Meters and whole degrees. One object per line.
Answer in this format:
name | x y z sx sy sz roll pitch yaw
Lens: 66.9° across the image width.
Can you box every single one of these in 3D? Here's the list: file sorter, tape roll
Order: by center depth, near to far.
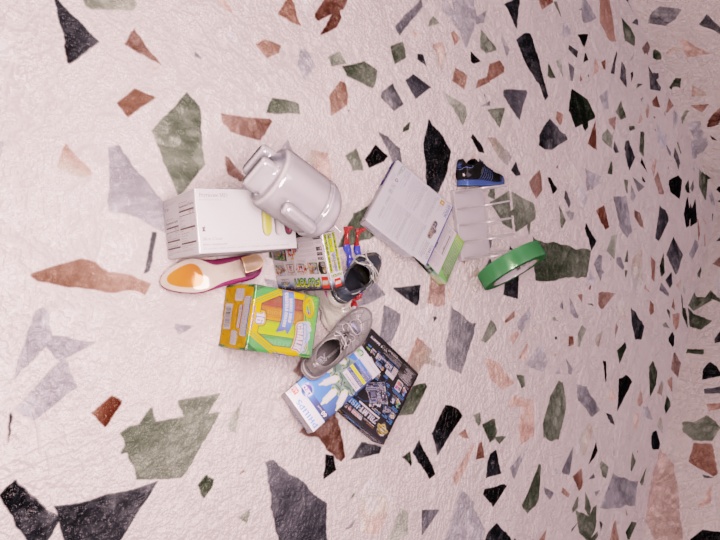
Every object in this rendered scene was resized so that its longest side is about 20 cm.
file sorter | 0.358 -0.140 1.559 0.137 0.123 0.204 -12 95 -40
tape roll | 0.435 -0.013 1.570 0.198 0.200 0.049 -15 69 -39

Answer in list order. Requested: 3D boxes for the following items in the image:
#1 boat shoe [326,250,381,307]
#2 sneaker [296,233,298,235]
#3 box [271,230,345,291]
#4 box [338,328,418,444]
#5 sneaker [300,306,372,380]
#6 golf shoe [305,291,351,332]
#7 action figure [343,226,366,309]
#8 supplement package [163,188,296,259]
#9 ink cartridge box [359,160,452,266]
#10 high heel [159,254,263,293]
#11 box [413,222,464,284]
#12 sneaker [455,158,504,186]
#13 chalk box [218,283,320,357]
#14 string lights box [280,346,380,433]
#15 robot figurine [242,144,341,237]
boat shoe | 0.000 0.007 1.181 0.075 0.062 0.199 55 40 0
sneaker | -0.131 -0.117 1.163 0.069 0.089 0.203 -31 107 -36
box | -0.113 -0.016 1.104 0.034 0.198 0.112 -16 99 -38
box | 0.029 0.277 1.307 0.200 0.049 0.200 44 64 -27
sneaker | -0.037 0.152 1.148 0.075 0.082 0.200 44 64 -1
golf shoe | -0.051 0.083 1.223 0.076 0.091 0.202 -49 119 -32
action figure | 0.000 0.000 1.269 0.064 0.098 0.205 4 88 -38
supplement package | -0.244 -0.086 1.024 0.197 0.154 0.113 -7 91 -39
ink cartridge box | 0.120 -0.141 1.381 0.199 0.043 0.198 37 64 -17
high heel | -0.288 0.006 1.065 0.197 0.096 0.069 -19 87 -19
box | 0.194 -0.079 1.475 0.200 0.036 0.146 44 62 -29
sneaker | 0.354 -0.287 1.599 0.197 0.069 0.080 -7 97 -40
chalk box | -0.165 0.105 1.102 0.197 0.123 0.128 12 80 -39
string lights box | -0.063 0.246 1.185 0.199 0.059 0.103 -37 87 -26
robot figurine | -0.113 -0.134 0.963 0.199 0.113 0.171 33 31 -32
